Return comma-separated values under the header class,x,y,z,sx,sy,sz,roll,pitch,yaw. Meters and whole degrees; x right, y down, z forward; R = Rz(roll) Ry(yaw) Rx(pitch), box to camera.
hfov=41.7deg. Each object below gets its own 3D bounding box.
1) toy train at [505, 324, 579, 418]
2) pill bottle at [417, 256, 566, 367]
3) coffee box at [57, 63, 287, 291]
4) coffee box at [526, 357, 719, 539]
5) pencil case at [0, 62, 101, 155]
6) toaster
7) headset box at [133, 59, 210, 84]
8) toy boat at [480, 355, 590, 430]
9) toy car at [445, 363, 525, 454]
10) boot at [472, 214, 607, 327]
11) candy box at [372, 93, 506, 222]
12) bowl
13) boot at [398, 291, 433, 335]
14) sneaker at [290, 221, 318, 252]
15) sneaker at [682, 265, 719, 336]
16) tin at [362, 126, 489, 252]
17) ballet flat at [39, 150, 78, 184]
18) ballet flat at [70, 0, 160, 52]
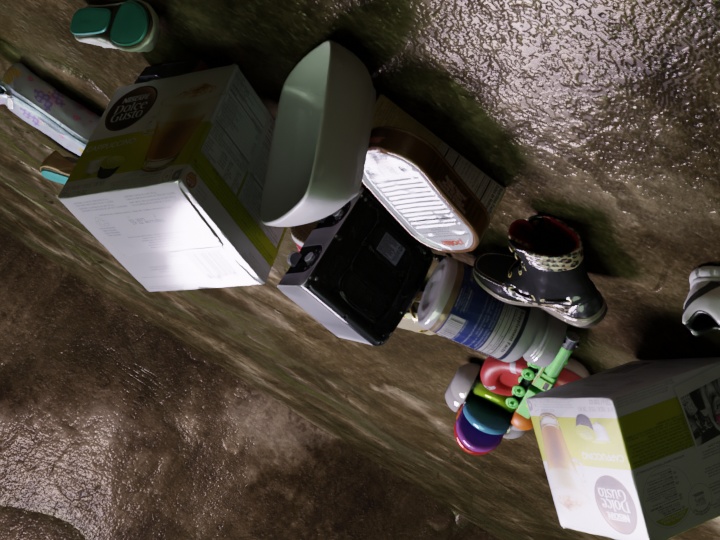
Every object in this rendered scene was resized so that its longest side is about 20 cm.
class,x,y,z,sx,sy,sz,roll,pitch,yaw
toy train,0.287,0.158,1.489,0.056,0.042,0.200,31,131,13
pill bottle,0.193,0.066,1.374,0.200,0.111,0.111,23,162,-9
coffee box,-0.217,-0.113,1.204,0.199,0.198,0.200,-3,142,30
coffee box,0.387,0.244,1.308,0.200,0.200,0.198,-16,88,66
pencil case,-0.527,-0.270,1.618,0.200,0.083,0.091,33,-177,-15
toaster,0.000,0.000,1.418,0.200,0.181,0.119,40,162,-27
headset box,-0.230,-0.216,1.346,0.149,0.077,0.200,8,154,46
toy boat,0.292,0.209,1.604,0.200,0.131,0.131,14,156,38
toy car,0.241,0.284,1.840,0.175,0.150,0.200,27,161,7
boot,0.221,-0.012,1.232,0.200,0.073,0.151,28,158,38
candy box,0.069,-0.125,1.180,0.200,0.055,0.115,34,159,-15
bowl,-0.047,-0.147,1.102,0.074,0.200,0.200,13,170,-22
boot,0.076,0.058,1.568,0.155,0.073,0.200,15,171,-14
sneaker,-0.025,-0.012,1.583,0.200,0.071,0.113,31,159,17
sneaker,0.444,0.042,1.037,0.074,0.080,0.200,40,157,-25
tin,0.072,-0.091,1.127,0.112,0.042,0.200,2,144,50
ballet flat,-0.541,-0.185,1.899,0.200,0.063,0.069,24,153,-7
ballet flat,-0.305,-0.315,1.236,0.200,0.070,0.069,17,158,44
